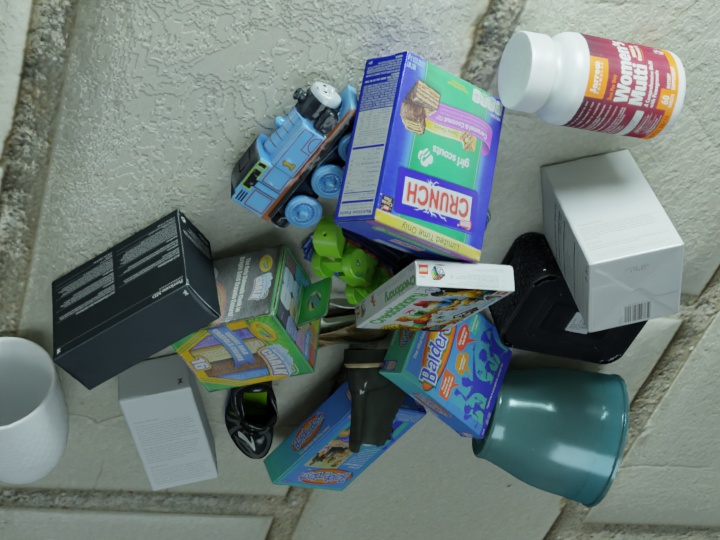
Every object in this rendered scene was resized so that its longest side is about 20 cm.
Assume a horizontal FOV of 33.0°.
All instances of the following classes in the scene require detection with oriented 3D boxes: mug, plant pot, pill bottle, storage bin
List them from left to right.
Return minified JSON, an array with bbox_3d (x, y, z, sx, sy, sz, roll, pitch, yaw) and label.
[{"bbox_3d":[-0.483,0.192,1.616,0.200,0.148,0.176,15,141,13],"label":"mug"},{"bbox_3d":[0.270,0.230,1.796,0.188,0.200,0.200,14,128,-5],"label":"plant pot"},{"bbox_3d":[0.289,0.041,1.686,0.200,0.094,0.135,12,127,-22],"label":"storage bin"},{"bbox_3d":[0.271,-0.221,1.435,0.200,0.110,0.110,6,129,-19],"label":"pill bottle"}]

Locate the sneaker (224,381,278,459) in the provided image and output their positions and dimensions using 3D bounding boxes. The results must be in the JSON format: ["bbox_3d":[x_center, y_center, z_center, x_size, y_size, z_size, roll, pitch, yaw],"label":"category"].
[{"bbox_3d":[-0.155,0.206,1.731,0.071,0.083,0.200,-5,136,-10],"label":"sneaker"}]

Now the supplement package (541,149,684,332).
[{"bbox_3d":[0.315,-0.040,1.544,0.121,0.200,0.120,-12,132,-2],"label":"supplement package"}]

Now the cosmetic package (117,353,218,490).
[{"bbox_3d":[-0.270,0.216,1.721,0.101,0.071,0.200,-11,133,-3],"label":"cosmetic package"}]

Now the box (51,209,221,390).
[{"bbox_3d":[-0.281,0.036,1.510,0.200,0.141,0.079,-28,131,13],"label":"box"}]

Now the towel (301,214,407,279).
[{"bbox_3d":[0.037,-0.053,1.587,0.145,0.024,0.200,31,118,-35],"label":"towel"}]

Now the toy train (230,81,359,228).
[{"bbox_3d":[-0.065,-0.138,1.446,0.114,0.087,0.200,30,117,-24],"label":"toy train"}]

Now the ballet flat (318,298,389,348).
[{"bbox_3d":[-0.057,0.075,1.656,0.200,0.068,0.072,-11,120,-6],"label":"ballet flat"}]

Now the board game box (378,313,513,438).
[{"bbox_3d":[0.124,0.121,1.683,0.045,0.152,0.200,-1,149,45],"label":"board game box"}]

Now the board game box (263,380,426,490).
[{"bbox_3d":[-0.023,0.245,1.787,0.200,0.045,0.152,-45,143,23],"label":"board game box"}]

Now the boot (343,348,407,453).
[{"bbox_3d":[0.045,0.178,1.688,0.077,0.139,0.200,-2,175,43],"label":"boot"}]

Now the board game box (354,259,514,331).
[{"bbox_3d":[0.086,0.034,1.485,0.126,0.035,0.200,4,162,-20],"label":"board game box"}]

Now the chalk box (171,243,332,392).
[{"bbox_3d":[-0.124,0.058,1.547,0.200,0.125,0.124,-11,135,20],"label":"chalk box"}]

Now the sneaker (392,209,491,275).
[{"bbox_3d":[0.110,-0.021,1.568,0.078,0.075,0.200,-33,171,-37],"label":"sneaker"}]

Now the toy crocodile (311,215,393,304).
[{"bbox_3d":[0.000,0.000,1.576,0.067,0.062,0.200,0,151,39],"label":"toy crocodile"}]

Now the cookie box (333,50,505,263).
[{"bbox_3d":[0.072,-0.125,1.399,0.171,0.200,0.075,19,166,-38],"label":"cookie box"}]
